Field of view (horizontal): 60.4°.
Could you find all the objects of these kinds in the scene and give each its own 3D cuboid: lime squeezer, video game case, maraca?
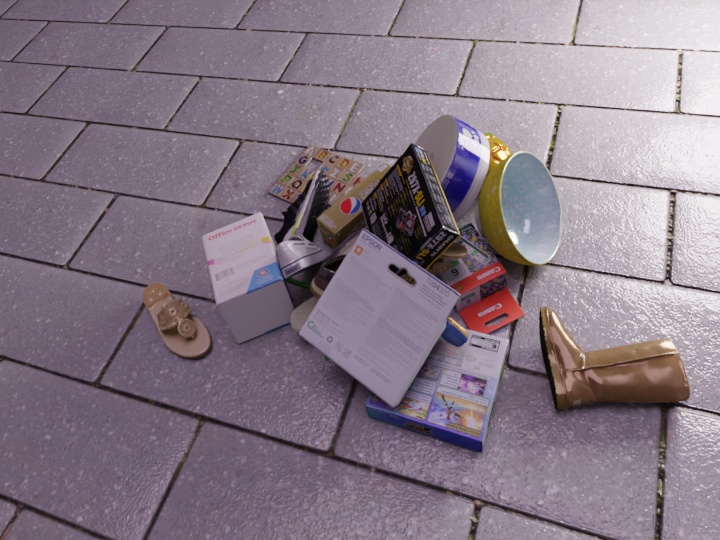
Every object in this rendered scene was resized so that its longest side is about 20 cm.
[{"bbox_3d":[-0.068,0.061,1.074,0.069,0.038,0.202,-21,49,-12],"label":"lime squeezer"},{"bbox_3d":[0.128,0.177,1.013,0.194,0.046,0.184,12,55,21],"label":"video game case"},{"bbox_3d":[0.240,-0.228,1.261,0.132,0.109,0.203,-10,42,-4],"label":"maraca"}]

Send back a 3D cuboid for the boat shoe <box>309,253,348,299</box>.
[{"bbox_3d":[0.000,0.000,1.086,0.197,0.066,0.073,-22,58,-43],"label":"boat shoe"}]

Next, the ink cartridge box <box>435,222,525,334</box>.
[{"bbox_3d":[0.203,0.015,1.117,0.106,0.051,0.203,-24,51,-5],"label":"ink cartridge box"}]

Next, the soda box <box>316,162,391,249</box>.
[{"bbox_3d":[0.005,-0.126,1.259,0.199,0.069,0.064,-41,55,-19],"label":"soda box"}]

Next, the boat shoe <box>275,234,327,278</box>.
[{"bbox_3d":[-0.110,-0.034,1.142,0.072,0.200,0.067,-27,92,4],"label":"boat shoe"}]

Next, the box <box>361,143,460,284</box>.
[{"bbox_3d":[0.080,-0.091,1.072,0.160,0.048,0.204,-45,44,33],"label":"box"}]

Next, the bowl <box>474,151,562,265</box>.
[{"bbox_3d":[0.272,-0.105,1.133,0.106,0.201,0.203,-10,41,48],"label":"bowl"}]

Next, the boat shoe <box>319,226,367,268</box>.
[{"bbox_3d":[-0.001,-0.048,1.199,0.199,0.073,0.064,-43,44,-17],"label":"boat shoe"}]

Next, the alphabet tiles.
[{"bbox_3d":[-0.086,-0.198,1.374,0.196,0.008,0.168,24,61,28],"label":"alphabet tiles"}]

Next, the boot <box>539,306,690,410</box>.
[{"bbox_3d":[0.391,0.132,0.981,0.193,0.067,0.181,-8,64,7],"label":"boot"}]

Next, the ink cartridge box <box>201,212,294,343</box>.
[{"bbox_3d":[-0.211,0.003,1.171,0.125,0.127,0.203,-20,50,-4],"label":"ink cartridge box"}]

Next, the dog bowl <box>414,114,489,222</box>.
[{"bbox_3d":[0.153,-0.184,1.171,0.077,0.200,0.205,23,49,-22],"label":"dog bowl"}]

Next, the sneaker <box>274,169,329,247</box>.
[{"bbox_3d":[-0.127,-0.129,1.284,0.080,0.072,0.205,7,59,21],"label":"sneaker"}]

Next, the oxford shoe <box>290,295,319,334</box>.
[{"bbox_3d":[-0.040,0.063,1.133,0.196,0.059,0.075,-30,48,-18],"label":"oxford shoe"}]

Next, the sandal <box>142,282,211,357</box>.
[{"bbox_3d":[-0.364,0.080,1.174,0.077,0.071,0.211,-38,54,-17],"label":"sandal"}]

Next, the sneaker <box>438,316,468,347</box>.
[{"bbox_3d":[0.081,0.098,1.024,0.195,0.075,0.090,20,75,28],"label":"sneaker"}]

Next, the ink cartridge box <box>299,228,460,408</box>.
[{"bbox_3d":[0.031,0.073,0.981,0.194,0.043,0.203,34,90,16],"label":"ink cartridge box"}]

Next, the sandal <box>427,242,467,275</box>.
[{"bbox_3d":[0.115,-0.019,1.115,0.076,0.072,0.209,-13,21,-33],"label":"sandal"}]
